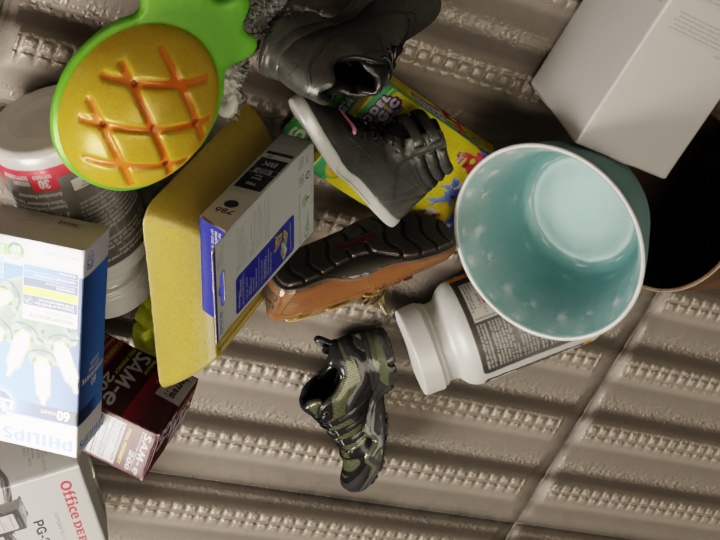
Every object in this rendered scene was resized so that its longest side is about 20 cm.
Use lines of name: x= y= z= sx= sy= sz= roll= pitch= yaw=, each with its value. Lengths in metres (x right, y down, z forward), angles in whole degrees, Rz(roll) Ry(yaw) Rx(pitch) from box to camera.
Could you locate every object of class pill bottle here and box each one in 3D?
pill bottle: x=0.144 y=0.051 z=1.536 sx=0.198 sy=0.117 sz=0.117 roll=-20 pitch=130 yaw=-4
pill bottle: x=-0.252 y=-0.057 z=1.321 sx=0.110 sy=0.111 sz=0.201 roll=-19 pitch=129 yaw=-5

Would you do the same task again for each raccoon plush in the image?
raccoon plush: x=-0.085 y=-0.216 z=1.280 sx=0.198 sy=0.097 sz=0.135 roll=-19 pitch=137 yaw=-5

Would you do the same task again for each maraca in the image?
maraca: x=-0.168 y=-0.153 z=1.190 sx=0.137 sy=0.107 sz=0.201 roll=29 pitch=103 yaw=-38

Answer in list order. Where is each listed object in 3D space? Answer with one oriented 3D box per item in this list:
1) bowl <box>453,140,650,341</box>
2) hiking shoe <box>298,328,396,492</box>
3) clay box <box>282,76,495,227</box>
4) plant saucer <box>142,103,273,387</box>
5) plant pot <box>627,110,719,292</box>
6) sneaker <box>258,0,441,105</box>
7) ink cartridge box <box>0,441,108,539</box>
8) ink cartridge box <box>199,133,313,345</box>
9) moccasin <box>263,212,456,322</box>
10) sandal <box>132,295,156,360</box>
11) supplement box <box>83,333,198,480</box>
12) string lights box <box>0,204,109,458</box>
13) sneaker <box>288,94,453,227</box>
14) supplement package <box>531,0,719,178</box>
bowl: x=0.201 y=-0.045 z=1.422 sx=0.105 sy=0.199 sz=0.203 roll=-38 pitch=147 yaw=-49
hiking shoe: x=-0.020 y=0.151 z=1.592 sx=0.099 sy=0.076 sz=0.202 roll=1 pitch=116 yaw=-10
clay box: x=0.031 y=-0.116 z=1.418 sx=0.199 sy=0.048 sz=0.115 roll=29 pitch=112 yaw=-35
plant saucer: x=-0.124 y=-0.019 z=1.347 sx=0.048 sy=0.200 sz=0.202 roll=15 pitch=130 yaw=19
plant pot: x=0.380 y=-0.061 z=1.512 sx=0.199 sy=0.187 sz=0.188 roll=9 pitch=123 yaw=-40
sneaker: x=0.006 y=-0.196 z=1.292 sx=0.199 sy=0.091 sz=0.076 roll=-31 pitch=149 yaw=-32
ink cartridge box: x=-0.373 y=0.251 z=1.525 sx=0.198 sy=0.084 sz=0.146 roll=-16 pitch=129 yaw=-7
ink cartridge box: x=-0.097 y=-0.031 z=1.281 sx=0.039 sy=0.200 sz=0.100 roll=14 pitch=125 yaw=17
moccasin: x=0.001 y=0.001 z=1.413 sx=0.200 sy=0.074 sz=0.078 roll=-24 pitch=147 yaw=-22
sandal: x=-0.167 y=0.000 z=1.427 sx=0.087 sy=0.079 sz=0.202 roll=-17 pitch=132 yaw=-44
supplement box: x=-0.266 y=0.107 z=1.384 sx=0.198 sy=0.109 sz=0.061 roll=26 pitch=119 yaw=3
string lights box: x=-0.278 y=0.053 z=1.272 sx=0.102 sy=0.059 sz=0.202 roll=11 pitch=115 yaw=9
sneaker: x=0.015 y=-0.124 z=1.326 sx=0.099 sy=0.071 sz=0.200 roll=-38 pitch=141 yaw=9
supplement package: x=0.276 y=-0.213 z=1.384 sx=0.120 sy=0.120 sz=0.201 roll=17 pitch=118 yaw=-30
